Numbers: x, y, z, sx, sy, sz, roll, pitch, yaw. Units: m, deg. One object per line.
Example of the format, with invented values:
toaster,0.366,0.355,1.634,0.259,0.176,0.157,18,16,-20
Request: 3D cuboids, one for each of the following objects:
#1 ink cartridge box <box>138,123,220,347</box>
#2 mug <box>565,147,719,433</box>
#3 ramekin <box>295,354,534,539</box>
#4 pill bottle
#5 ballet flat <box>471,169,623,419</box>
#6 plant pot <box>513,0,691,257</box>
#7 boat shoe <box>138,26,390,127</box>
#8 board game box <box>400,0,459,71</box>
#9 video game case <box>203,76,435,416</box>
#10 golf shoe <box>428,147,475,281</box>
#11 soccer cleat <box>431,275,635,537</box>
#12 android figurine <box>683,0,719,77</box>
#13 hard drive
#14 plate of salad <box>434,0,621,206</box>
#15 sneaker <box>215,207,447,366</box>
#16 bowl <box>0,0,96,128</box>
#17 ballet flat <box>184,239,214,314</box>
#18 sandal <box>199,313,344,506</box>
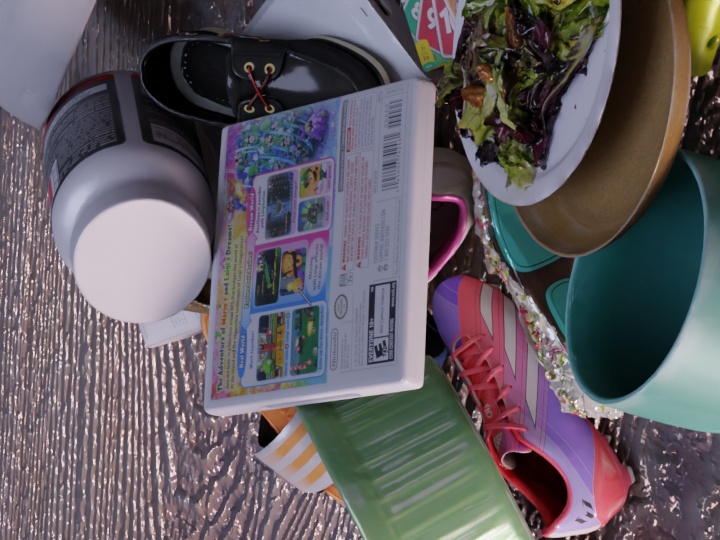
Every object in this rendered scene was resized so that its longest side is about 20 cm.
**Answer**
ink cartridge box,-0.105,-0.045,1.782,0.199,0.050,0.162,-20,89,32
mug,0.205,0.002,1.366,0.152,0.114,0.186,-33,45,58
ramekin,0.044,0.153,1.567,0.201,0.097,0.200,62,178,4
pill bottle,-0.163,-0.052,1.662,0.200,0.115,0.117,-109,22,-61
ballet flat,0.114,0.008,1.517,0.064,0.075,0.201,-36,74,57
plant pot,0.138,-0.107,1.371,0.200,0.027,0.202,-12,76,63
boat shoe,-0.066,-0.125,1.622,0.200,0.063,0.074,14,114,37
board game box,0.047,-0.238,1.533,0.095,0.030,0.201,-17,89,50
video game case,-0.028,-0.013,1.534,0.181,0.024,0.201,-11,70,42
golf shoe,0.000,0.000,1.556,0.075,0.092,0.200,43,99,-12
soccer cleat,0.101,0.087,1.556,0.200,0.076,0.067,55,138,18
android figurine,0.154,-0.196,1.415,0.182,0.041,0.201,43,134,30
hard drive,-0.034,-0.126,1.652,0.132,0.026,0.200,54,134,12
plate of salad,0.092,-0.139,1.386,0.200,0.048,0.202,-12,76,63
sneaker,-0.013,-0.007,1.631,0.200,0.070,0.078,39,135,7
bowl,-0.226,-0.228,1.722,0.201,0.074,0.200,-86,19,-46
ballet flat,-0.099,0.000,1.715,0.199,0.065,0.071,16,73,25
sandal,-0.059,0.110,1.738,0.207,0.059,0.079,46,133,8
